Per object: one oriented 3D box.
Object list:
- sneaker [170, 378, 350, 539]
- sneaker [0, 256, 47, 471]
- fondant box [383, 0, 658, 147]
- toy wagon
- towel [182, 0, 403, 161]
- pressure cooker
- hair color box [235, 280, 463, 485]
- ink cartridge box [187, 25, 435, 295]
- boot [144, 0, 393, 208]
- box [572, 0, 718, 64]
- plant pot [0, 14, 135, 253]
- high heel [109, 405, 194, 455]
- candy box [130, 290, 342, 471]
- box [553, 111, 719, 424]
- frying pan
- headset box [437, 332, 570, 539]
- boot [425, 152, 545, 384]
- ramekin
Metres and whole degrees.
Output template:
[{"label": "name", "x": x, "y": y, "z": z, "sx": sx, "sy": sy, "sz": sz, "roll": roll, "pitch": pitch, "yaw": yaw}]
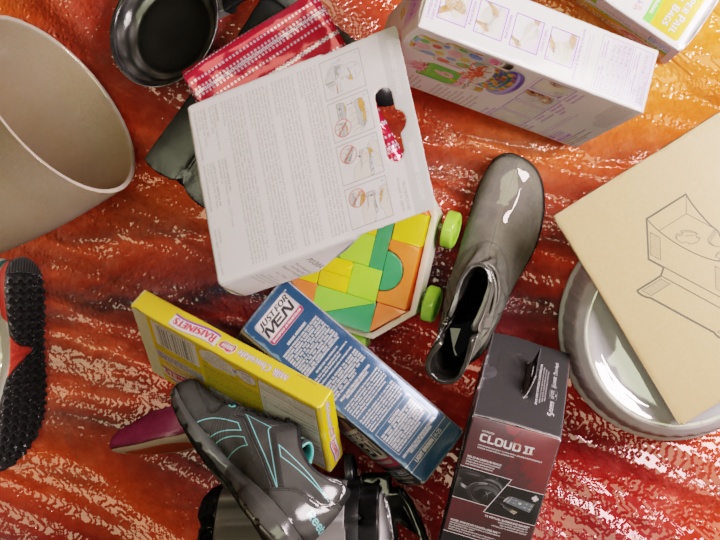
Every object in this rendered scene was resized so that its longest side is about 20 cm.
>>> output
[{"label": "sneaker", "x": -0.086, "y": 0.152, "z": 1.165, "sx": 0.079, "sy": 0.076, "sz": 0.200, "roll": -37, "pitch": 54, "yaw": -12}, {"label": "sneaker", "x": -0.350, "y": 0.084, "z": 1.318, "sx": 0.092, "sy": 0.070, "sz": 0.202, "roll": 6, "pitch": 96, "yaw": 25}, {"label": "fondant box", "x": 0.124, "y": -0.172, "z": 1.162, "sx": 0.198, "sy": 0.144, "sz": 0.059, "roll": 18, "pitch": 80, "yaw": -12}, {"label": "toy wagon", "x": 0.000, "y": 0.000, "z": 1.259, "sx": 0.154, "sy": 0.040, "sz": 0.202, "roll": 16, "pitch": 101, "yaw": 15}, {"label": "towel", "x": -0.052, "y": -0.118, "z": 1.218, "sx": 0.144, "sy": 0.022, "sz": 0.201, "roll": -28, "pitch": 91, "yaw": 12}, {"label": "pressure cooker", "x": -0.036, "y": 0.269, "z": 1.216, "sx": 0.197, "sy": 0.179, "sz": 0.177, "roll": -5, "pitch": 126, "yaw": 5}, {"label": "hair color box", "x": -0.013, "y": 0.098, "z": 1.209, "sx": 0.200, "sy": 0.100, "sz": 0.061, "roll": 41, "pitch": 77, "yaw": -1}, {"label": "ink cartridge box", "x": -0.037, "y": -0.086, "z": 1.146, "sx": 0.198, "sy": 0.057, "sz": 0.164, "roll": -17, "pitch": 72, "yaw": 17}, {"label": "boot", "x": -0.076, "y": -0.132, "z": 1.258, "sx": 0.164, "sy": 0.066, "sz": 0.201, "roll": 38, "pitch": 93, "yaw": 15}, {"label": "box", "x": 0.213, "y": -0.275, "z": 1.189, "sx": 0.199, "sy": 0.112, "sz": 0.102, "roll": 35, "pitch": 96, "yaw": 4}, {"label": "plant pot", "x": -0.337, "y": -0.091, "z": 1.256, "sx": 0.199, "sy": 0.187, "sz": 0.188, "roll": -36, "pitch": 88, "yaw": 22}, {"label": "high heel", "x": -0.144, "y": 0.106, "z": 1.295, "sx": 0.198, "sy": 0.067, "sz": 0.097, "roll": -16, "pitch": 72, "yaw": 7}, {"label": "candy box", "x": -0.105, "y": 0.093, "z": 1.198, "sx": 0.199, "sy": 0.103, "sz": 0.026, "roll": 26, "pitch": 61, "yaw": 23}, {"label": "box", "x": 0.277, "y": -0.002, "z": 1.147, "sx": 0.163, "sy": 0.021, "sz": 0.201, "roll": -32, "pitch": 88, "yaw": 8}, {"label": "frying pan", "x": -0.147, "y": -0.243, "z": 1.266, "sx": 0.189, "sy": 0.031, "sz": 0.115, "roll": -39, "pitch": 67, "yaw": 12}, {"label": "headset box", "x": 0.119, "y": 0.161, "z": 1.178, "sx": 0.076, "sy": 0.149, "sz": 0.202, "roll": 15, "pitch": 115, "yaw": 5}, {"label": "boot", "x": 0.110, "y": -0.002, "z": 1.209, "sx": 0.067, "sy": 0.131, "sz": 0.202, "roll": 18, "pitch": 95, "yaw": 6}, {"label": "ramekin", "x": 0.269, "y": 0.051, "z": 1.209, "sx": 0.200, "sy": 0.094, "sz": 0.205, "roll": 0, "pitch": 94, "yaw": 8}]
